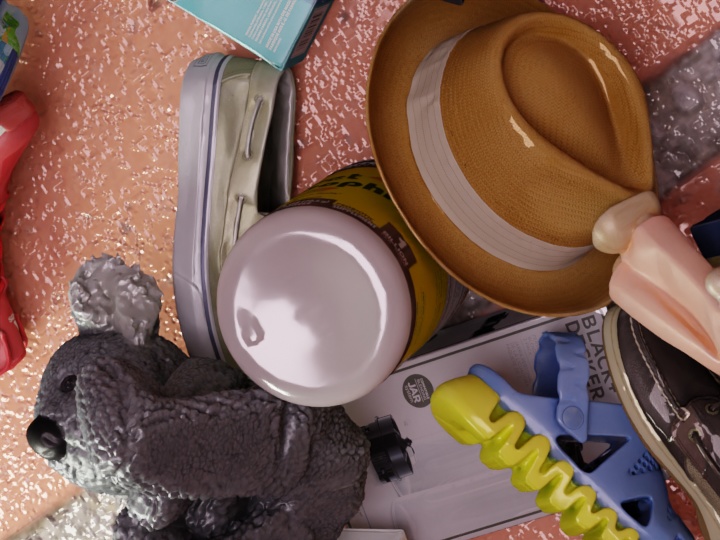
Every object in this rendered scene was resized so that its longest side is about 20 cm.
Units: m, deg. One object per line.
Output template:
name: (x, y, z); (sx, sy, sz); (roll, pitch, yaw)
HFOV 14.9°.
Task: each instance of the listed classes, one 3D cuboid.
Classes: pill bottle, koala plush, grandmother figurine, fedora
pill bottle: (0.000, 0.000, 1.535); (0.109, 0.200, 0.110); (4, 104, 16)
koala plush: (-0.115, 0.098, 1.571); (0.200, 0.183, 0.178); (33, 128, 47)
grandmother figurine: (0.203, 0.045, 1.431); (0.061, 0.121, 0.200); (-45, 52, 4)
fedora: (0.100, -0.076, 1.494); (0.201, 0.200, 0.082); (59, 144, -2)

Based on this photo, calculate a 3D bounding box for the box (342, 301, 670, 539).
box: (0.076, 0.088, 1.607); (0.199, 0.060, 0.117); (-18, 97, 19)

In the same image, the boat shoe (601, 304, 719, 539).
boat shoe: (0.205, 0.096, 1.509); (0.065, 0.073, 0.201); (-33, 88, 40)

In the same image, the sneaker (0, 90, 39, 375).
sneaker: (-0.227, -0.011, 1.679); (0.115, 0.078, 0.200); (40, 122, -4)

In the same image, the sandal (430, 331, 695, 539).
sandal: (0.137, 0.108, 1.525); (0.200, 0.079, 0.087); (44, 75, -9)

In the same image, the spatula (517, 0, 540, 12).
spatula: (0.123, -0.199, 1.549); (0.200, 0.021, 0.057); (-34, 104, 18)

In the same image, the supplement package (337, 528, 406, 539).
supplement package: (-0.049, 0.271, 1.583); (0.150, 0.201, 0.152); (-1, 132, 20)

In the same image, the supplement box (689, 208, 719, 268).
supplement box: (0.308, 0.025, 1.432); (0.134, 0.200, 0.201); (-29, 94, -20)

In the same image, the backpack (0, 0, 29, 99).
backpack: (-0.295, -0.126, 1.587); (0.182, 0.201, 0.147); (-13, 126, 31)

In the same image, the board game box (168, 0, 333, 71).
board game box: (-0.089, -0.233, 1.592); (0.199, 0.047, 0.151); (32, 108, 8)

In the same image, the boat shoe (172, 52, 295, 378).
boat shoe: (-0.070, -0.027, 1.618); (0.062, 0.072, 0.201); (2, 101, 25)

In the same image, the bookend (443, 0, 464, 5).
bookend: (0.079, -0.230, 1.469); (0.198, 0.092, 0.201); (19, 73, 12)
